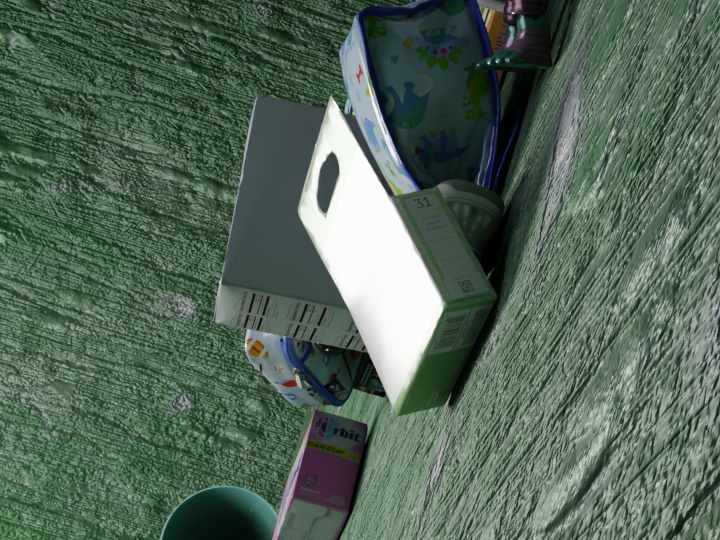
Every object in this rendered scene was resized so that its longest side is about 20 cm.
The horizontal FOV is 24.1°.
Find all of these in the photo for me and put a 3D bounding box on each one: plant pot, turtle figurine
[{"bbox_3d":[-0.215,0.470,2.722,0.161,0.199,0.201,88,-164,-61],"label":"plant pot"},{"bbox_3d":[0.120,-0.251,1.264,0.150,0.100,0.201,-9,-79,-77],"label":"turtle figurine"}]

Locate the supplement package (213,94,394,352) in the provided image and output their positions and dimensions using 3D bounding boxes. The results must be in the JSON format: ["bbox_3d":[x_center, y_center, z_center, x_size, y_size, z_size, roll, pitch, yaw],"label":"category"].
[{"bbox_3d":[-0.025,-0.037,1.615,0.147,0.199,0.192,117,164,-72],"label":"supplement package"}]

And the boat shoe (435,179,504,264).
[{"bbox_3d":[0.056,0.001,1.317,0.202,0.074,0.065,127,164,-60],"label":"boat shoe"}]

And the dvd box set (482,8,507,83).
[{"bbox_3d":[0.146,-0.280,1.610,0.146,0.029,0.201,-81,8,-71],"label":"dvd box set"}]

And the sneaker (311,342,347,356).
[{"bbox_3d":[0.000,0.000,1.737,0.091,0.066,0.201,110,-179,-76],"label":"sneaker"}]

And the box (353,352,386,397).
[{"bbox_3d":[0.044,0.017,1.777,0.137,0.037,0.201,113,173,-63],"label":"box"}]

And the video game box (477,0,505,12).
[{"bbox_3d":[0.062,-0.268,1.443,0.182,0.199,0.047,-114,37,-85],"label":"video game box"}]

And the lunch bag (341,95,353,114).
[{"bbox_3d":[0.034,-0.147,1.976,0.200,0.077,0.161,-38,-41,-62],"label":"lunch bag"}]

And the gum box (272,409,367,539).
[{"bbox_3d":[-0.052,0.261,1.907,0.200,0.066,0.114,110,175,-53],"label":"gum box"}]

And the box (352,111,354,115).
[{"bbox_3d":[0.047,-0.137,1.738,0.200,0.121,0.048,108,142,-72],"label":"box"}]

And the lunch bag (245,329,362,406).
[{"bbox_3d":[-0.049,0.041,1.794,0.160,0.075,0.201,53,-137,-49],"label":"lunch bag"}]

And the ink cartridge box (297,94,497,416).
[{"bbox_3d":[0.022,-0.014,1.251,0.146,0.048,0.201,110,142,-51],"label":"ink cartridge box"}]

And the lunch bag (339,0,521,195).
[{"bbox_3d":[0.062,-0.118,1.408,0.170,0.127,0.201,143,115,-86],"label":"lunch bag"}]
